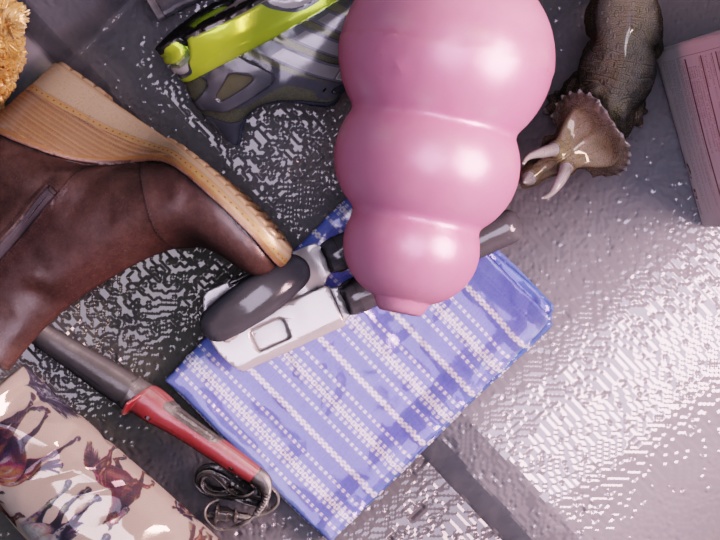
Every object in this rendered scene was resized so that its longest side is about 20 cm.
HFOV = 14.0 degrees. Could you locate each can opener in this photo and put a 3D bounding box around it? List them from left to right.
[{"bbox_3d":[0.000,0.000,1.728,0.200,0.067,0.053,-24,92,-2],"label":"can opener"}]

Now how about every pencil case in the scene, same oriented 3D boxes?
[{"bbox_3d":[-0.163,0.145,1.725,0.200,0.078,0.089,43,82,-5],"label":"pencil case"}]

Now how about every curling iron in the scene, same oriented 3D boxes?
[{"bbox_3d":[-0.133,0.087,1.749,0.200,0.026,0.050,39,108,-3],"label":"curling iron"}]

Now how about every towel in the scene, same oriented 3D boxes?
[{"bbox_3d":[0.003,0.046,1.769,0.200,0.024,0.145,-45,94,-3],"label":"towel"}]

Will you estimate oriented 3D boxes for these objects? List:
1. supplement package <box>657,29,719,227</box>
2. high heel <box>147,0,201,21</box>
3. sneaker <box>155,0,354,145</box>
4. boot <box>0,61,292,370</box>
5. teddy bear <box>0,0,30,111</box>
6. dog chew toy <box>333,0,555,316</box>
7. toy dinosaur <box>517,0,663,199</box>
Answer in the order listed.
[{"bbox_3d":[0.258,-0.094,1.704,0.117,0.200,0.117,-15,93,-6],"label":"supplement package"},{"bbox_3d":[-0.092,-0.251,1.700,0.142,0.071,0.200,-27,130,-1],"label":"high heel"},{"bbox_3d":[-0.018,-0.144,1.748,0.200,0.074,0.081,-24,108,-2],"label":"sneaker"},{"bbox_3d":[-0.156,-0.008,1.713,0.200,0.072,0.166,35,89,18],"label":"boot"},{"bbox_3d":[-0.294,-0.140,1.702,0.200,0.067,0.145,35,99,-13],"label":"teddy bear"},{"bbox_3d":[0.041,-0.074,1.673,0.124,0.125,0.200,10,88,-6],"label":"dog chew toy"},{"bbox_3d":[0.153,-0.129,1.742,0.077,0.102,0.200,21,90,-6],"label":"toy dinosaur"}]
